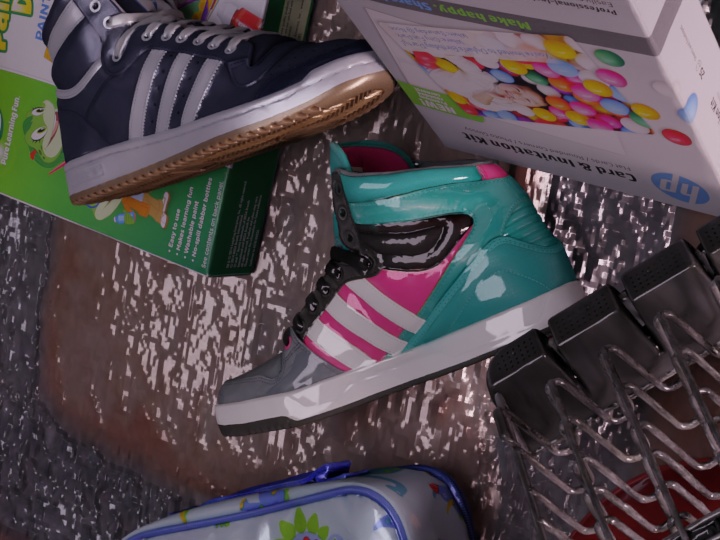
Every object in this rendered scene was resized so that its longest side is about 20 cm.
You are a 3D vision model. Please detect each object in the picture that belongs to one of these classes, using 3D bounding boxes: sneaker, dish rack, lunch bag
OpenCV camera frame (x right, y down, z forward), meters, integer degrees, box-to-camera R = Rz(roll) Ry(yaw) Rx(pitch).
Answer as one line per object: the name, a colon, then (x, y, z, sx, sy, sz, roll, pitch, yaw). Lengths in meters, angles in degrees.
sneaker: (0.000, 0.000, 0.855, 0.200, 0.084, 0.121, -22, 86, 24)
sneaker: (-0.077, -0.106, 0.861, 0.200, 0.070, 0.109, -16, 86, 36)
dish rack: (0.132, 0.072, 0.704, 0.153, 0.055, 0.200, -33, 37, 15)
lunch bag: (-0.027, 0.181, 0.887, 0.200, 0.082, 0.161, -18, 84, 33)

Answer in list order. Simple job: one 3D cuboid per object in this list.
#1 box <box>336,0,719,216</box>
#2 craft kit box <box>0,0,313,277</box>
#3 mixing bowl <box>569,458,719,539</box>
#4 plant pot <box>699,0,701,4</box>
box: (0.070, -0.098, 0.741, 0.156, 0.200, 0.041, 17, 74, 31)
craft kit box: (-0.123, -0.120, 0.956, 0.197, 0.048, 0.201, 21, 104, 33)
mixing bowl: (0.139, 0.186, 0.765, 0.200, 0.108, 0.201, 2, 94, 34)
plant pot: (0.071, -0.195, 0.752, 0.200, 0.200, 0.135, 17, 75, 31)
